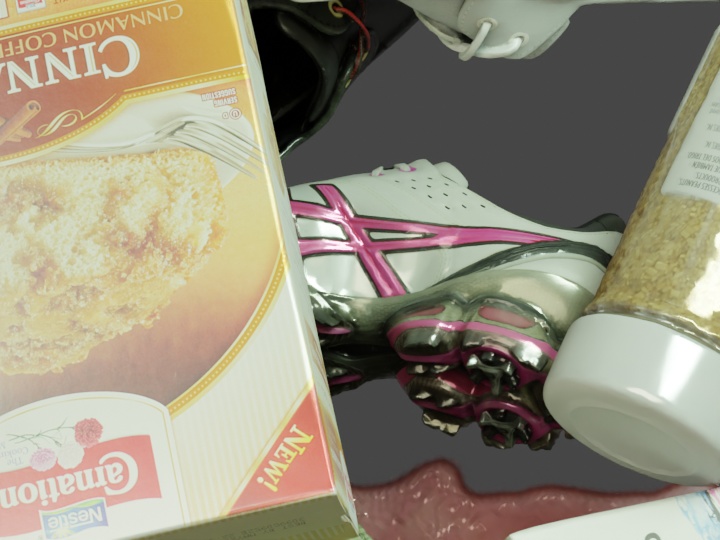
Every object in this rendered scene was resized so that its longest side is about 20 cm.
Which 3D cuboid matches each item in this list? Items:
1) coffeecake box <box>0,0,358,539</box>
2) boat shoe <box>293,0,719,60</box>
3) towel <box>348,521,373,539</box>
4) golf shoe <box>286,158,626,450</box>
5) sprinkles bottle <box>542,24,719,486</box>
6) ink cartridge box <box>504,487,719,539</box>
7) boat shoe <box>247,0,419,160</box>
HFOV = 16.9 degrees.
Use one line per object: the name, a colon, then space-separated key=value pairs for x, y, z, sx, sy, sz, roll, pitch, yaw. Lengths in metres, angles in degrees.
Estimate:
coffeecake box: x=-0.097 y=-0.002 z=0.751 sx=0.153 sy=0.073 sz=0.200 roll=-13 pitch=73 yaw=2
boat shoe: x=0.054 y=-0.106 z=0.836 sx=0.072 sy=0.200 sz=0.069 roll=21 pitch=119 yaw=53
towel: x=-0.022 y=0.160 z=0.762 sx=0.148 sy=0.036 sz=0.200 roll=-35 pitch=50 yaw=-14
golf shoe: x=0.000 y=0.000 z=0.875 sx=0.200 sy=0.073 sz=0.092 roll=14 pitch=55 yaw=16
sprinkles bottle: x=0.131 y=-0.028 z=0.812 sx=0.068 sy=0.068 sz=0.200 roll=22 pitch=69 yaw=15
ink cartridge box: x=0.115 y=0.133 z=0.799 sx=0.200 sy=0.067 sz=0.117 roll=-12 pitch=79 yaw=-3
boat shoe: x=-0.024 y=-0.079 z=0.859 sx=0.201 sy=0.074 sz=0.063 roll=-37 pitch=41 yaw=-20
